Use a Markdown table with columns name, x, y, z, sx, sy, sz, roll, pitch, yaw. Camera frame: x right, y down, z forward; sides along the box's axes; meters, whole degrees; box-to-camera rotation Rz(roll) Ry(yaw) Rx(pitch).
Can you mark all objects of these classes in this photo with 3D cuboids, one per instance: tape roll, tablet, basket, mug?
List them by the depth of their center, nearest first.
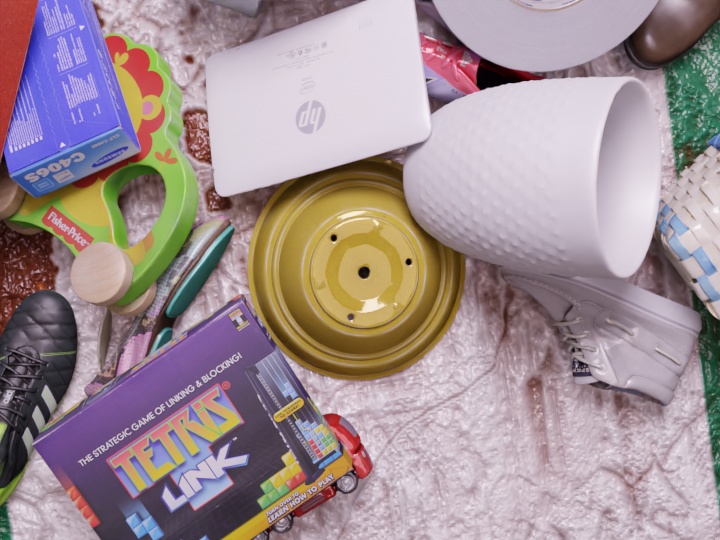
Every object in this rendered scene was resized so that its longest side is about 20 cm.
| name | x | y | z | sx | sy | sz | roll | pitch | yaw |
| --- | --- | --- | --- | --- | --- | --- | --- | --- | --- |
| tape roll | 0.142 | -0.262 | 0.722 | 0.197 | 0.066 | 0.203 | -1 | 117 | -2 |
| mug | 0.143 | -0.074 | 0.755 | 0.174 | 0.199 | 0.150 | 5 | 94 | 35 |
| tablet | -0.040 | -0.144 | 0.765 | 0.198 | 0.014 | 0.132 | -13 | 75 | 24 |
| basket | 0.350 | -0.060 | 0.783 | 0.200 | 0.176 | 0.139 | -42 | 94 | 18 |

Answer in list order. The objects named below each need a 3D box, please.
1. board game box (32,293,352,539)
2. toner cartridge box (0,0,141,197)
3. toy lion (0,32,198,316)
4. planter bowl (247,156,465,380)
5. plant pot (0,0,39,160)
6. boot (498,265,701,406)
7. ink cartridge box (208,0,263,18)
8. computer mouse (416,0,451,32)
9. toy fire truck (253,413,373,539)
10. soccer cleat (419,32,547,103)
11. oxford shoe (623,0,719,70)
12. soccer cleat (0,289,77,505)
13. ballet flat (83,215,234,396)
| name | x | y | z | sx | sy | sz | roll | pitch | yaw |
| --- | --- | --- | --- | --- | --- | --- | --- | --- | --- |
| board game box | -0.132 | 0.143 | 0.755 | 0.199 | 0.057 | 0.166 | -34 | 100 | -3 |
| toner cartridge box | -0.251 | -0.167 | 0.748 | 0.094 | 0.043 | 0.202 | -23 | 68 | 2 |
| toy lion | -0.211 | -0.092 | 0.766 | 0.199 | 0.069 | 0.193 | 35 | 87 | 18 |
| planter bowl | 0.000 | 0.000 | 0.799 | 0.197 | 0.083 | 0.203 | 0 | 93 | -4 |
| plant pot | -0.384 | -0.149 | 0.673 | 0.198 | 0.176 | 0.203 | 15 | 91 | 30 |
| boot | 0.201 | 0.053 | 0.821 | 0.198 | 0.074 | 0.097 | 21 | 84 | -6 |
| ink cartridge box | -0.086 | -0.321 | 0.746 | 0.082 | 0.145 | 0.202 | 21 | 91 | -7 |
| computer mouse | 0.086 | -0.244 | 0.815 | 0.199 | 0.044 | 0.110 | 33 | 92 | -3 |
| toy fire truck | -0.104 | 0.165 | 0.816 | 0.199 | 0.049 | 0.142 | -31 | 95 | -2 |
| soccer cleat | 0.063 | -0.176 | 0.794 | 0.198 | 0.076 | 0.067 | 20 | 74 | -8 |
| oxford shoe | 0.309 | -0.258 | 0.811 | 0.073 | 0.084 | 0.200 | 43 | 91 | -7 |
| soccer cleat | -0.291 | 0.115 | 0.782 | 0.067 | 0.081 | 0.202 | 21 | 91 | -5 |
| ballet flat | -0.181 | 0.033 | 0.799 | 0.071 | 0.069 | 0.202 | 27 | 93 | 6 |
